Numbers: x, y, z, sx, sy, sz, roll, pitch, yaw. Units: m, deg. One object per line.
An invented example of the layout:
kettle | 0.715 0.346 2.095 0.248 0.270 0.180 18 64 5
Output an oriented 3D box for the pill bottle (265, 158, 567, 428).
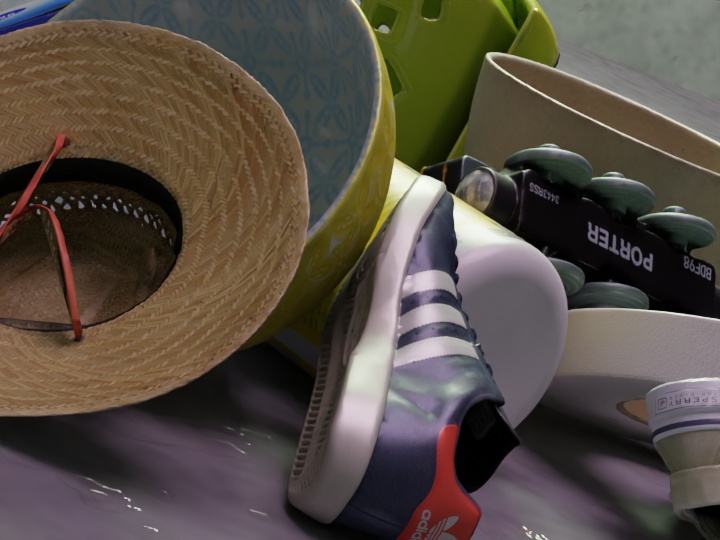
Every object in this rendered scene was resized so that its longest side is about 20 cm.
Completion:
pill bottle | 0.000 0.000 1.353 0.109 0.110 0.200 13 15 -44

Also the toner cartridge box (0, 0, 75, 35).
toner cartridge box | -0.102 -0.095 1.350 0.199 0.096 0.043 -18 17 -4

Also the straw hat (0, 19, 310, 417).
straw hat | -0.117 -0.001 1.135 0.200 0.201 0.085 28 -29 20

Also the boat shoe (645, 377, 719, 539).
boat shoe | 0.178 0.105 1.366 0.071 0.063 0.200 -6 -18 22

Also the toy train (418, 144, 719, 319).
toy train | 0.103 -0.004 1.480 0.113 0.086 0.199 -13 -26 42

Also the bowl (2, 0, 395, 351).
bowl | -0.067 -0.033 1.262 0.200 0.200 0.108 31 -16 35

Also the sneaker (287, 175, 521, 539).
sneaker | 0.029 0.043 1.191 0.084 0.075 0.201 25 42 -9

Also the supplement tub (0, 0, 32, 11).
supplement tub | -0.153 -0.132 1.564 0.144 0.146 0.200 29 12 27

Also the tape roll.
tape roll | 0.184 0.063 1.436 0.201 0.037 0.203 12 -11 2

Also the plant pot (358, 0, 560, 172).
plant pot | 0.013 -0.134 1.822 0.181 0.201 0.199 28 9 -8

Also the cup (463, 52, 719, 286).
cup | 0.136 -0.023 1.665 0.199 0.144 0.200 23 12 -5
